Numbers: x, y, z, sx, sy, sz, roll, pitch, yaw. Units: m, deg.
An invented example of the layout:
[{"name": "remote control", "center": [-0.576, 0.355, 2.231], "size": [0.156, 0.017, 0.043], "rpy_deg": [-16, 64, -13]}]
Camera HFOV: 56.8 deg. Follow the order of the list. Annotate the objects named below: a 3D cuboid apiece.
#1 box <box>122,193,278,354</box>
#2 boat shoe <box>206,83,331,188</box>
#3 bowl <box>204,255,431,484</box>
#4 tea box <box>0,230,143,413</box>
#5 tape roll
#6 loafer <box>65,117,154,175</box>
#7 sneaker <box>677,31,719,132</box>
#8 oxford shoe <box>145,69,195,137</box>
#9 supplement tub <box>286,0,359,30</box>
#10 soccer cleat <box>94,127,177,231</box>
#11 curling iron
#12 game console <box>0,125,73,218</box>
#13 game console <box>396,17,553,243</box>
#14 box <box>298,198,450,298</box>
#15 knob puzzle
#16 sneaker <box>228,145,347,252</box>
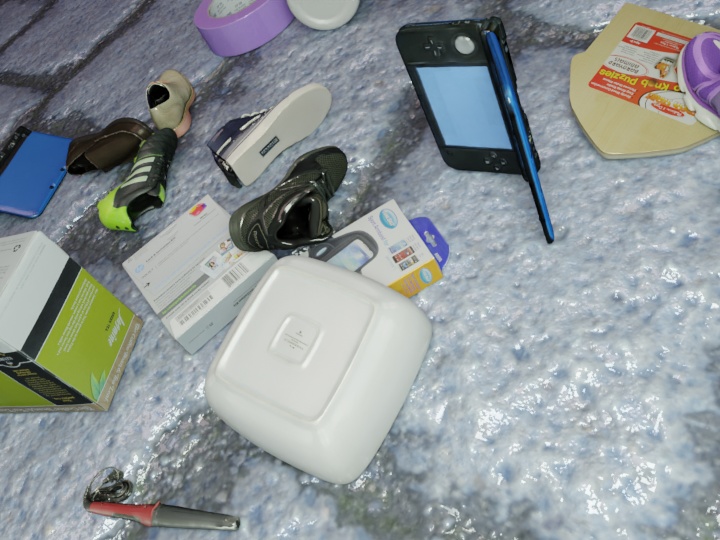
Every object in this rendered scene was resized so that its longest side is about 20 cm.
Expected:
[{"name": "box", "center": [-0.209, -0.003, 0.871], "size": [0.156, 0.041, 0.200], "rpy_deg": [-42, 46, -11]}, {"name": "boat shoe", "center": [-0.141, -0.219, 0.993], "size": [0.200, 0.075, 0.093], "rpy_deg": [-42, 53, -9]}, {"name": "bowl", "center": [-0.052, 0.080, 0.653], "size": [0.199, 0.075, 0.200], "rpy_deg": [21, 71, 28]}, {"name": "tea box", "center": [-0.416, 0.073, 0.806], "size": [0.199, 0.197, 0.134], "rpy_deg": [-6, 51, 23]}, {"name": "tape roll", "center": [-0.221, -0.504, 1.292], "size": [0.199, 0.066, 0.201], "rpy_deg": [-16, 47, 17]}, {"name": "loafer", "center": [-0.430, -0.201, 1.148], "size": [0.199, 0.073, 0.072], "rpy_deg": [-12, 53, 30]}, {"name": "sneaker", "center": [0.380, -0.171, 0.647], "size": [0.080, 0.084, 0.201], "rpy_deg": [-19, 55, 8]}, {"name": "oxford shoe", "center": [-0.342, -0.316, 1.187], "size": [0.070, 0.074, 0.201], "rpy_deg": [-26, 45, 6]}, {"name": "supplement tub", "center": [-0.061, -0.535, 1.184], "size": [0.131, 0.132, 0.201], "rpy_deg": [-13, 49, 18]}, {"name": "soccer cleat", "center": [-0.331, -0.141, 1.048], "size": [0.081, 0.068, 0.201], "rpy_deg": [16, 61, 17]}, {"name": "curling iron", "center": [-0.205, 0.236, 0.672], "size": [0.199, 0.026, 0.050], "rpy_deg": [1, 56, 29]}, {"name": "game console", "center": [-0.639, -0.161, 1.256], "size": [0.170, 0.118, 0.201], "rpy_deg": [-34, 33, 45]}, {"name": "game console", "center": [0.118, -0.139, 0.685], "size": [0.170, 0.200, 0.119], "rpy_deg": [11, 58, 35]}, {"name": "box", "center": [0.000, 0.000, 0.755], "size": [0.199, 0.042, 0.119], "rpy_deg": [-33, 44, 3]}, {"name": "knob puzzle", "center": [0.325, -0.197, 0.746], "size": [0.218, 0.030, 0.221], "rpy_deg": [-7, 62, 14]}, {"name": "sneaker", "center": [-0.057, -0.087, 0.813], "size": [0.114, 0.077, 0.199], "rpy_deg": [8, 38, 39]}]
